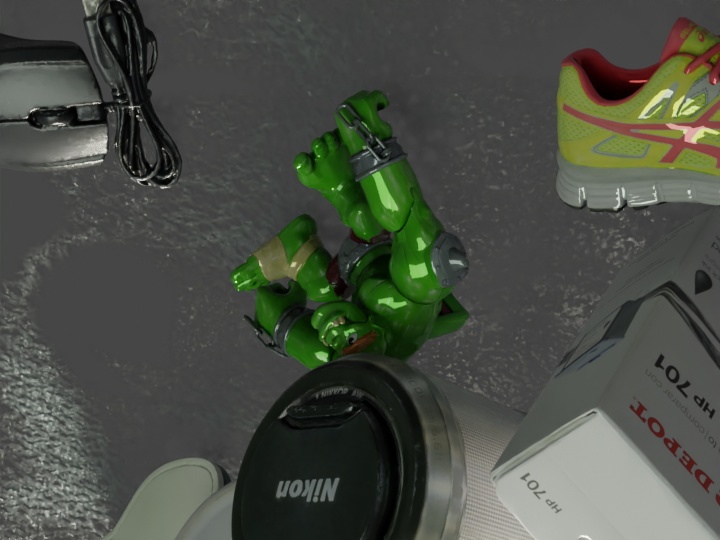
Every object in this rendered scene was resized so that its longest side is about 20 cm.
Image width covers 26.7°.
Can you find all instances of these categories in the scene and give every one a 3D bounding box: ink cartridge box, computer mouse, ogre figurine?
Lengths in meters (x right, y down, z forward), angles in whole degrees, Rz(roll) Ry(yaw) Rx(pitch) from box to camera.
[{"bbox_3d":[0.173,0.084,0.777,0.147,0.200,0.086,47,130,-4],"label":"ink cartridge box"},{"bbox_3d":[-0.218,-0.111,0.982,0.198,0.053,0.140,4,121,29],"label":"computer mouse"},{"bbox_3d":[0.000,0.000,0.902,0.120,0.098,0.201,46,117,20],"label":"ogre figurine"}]

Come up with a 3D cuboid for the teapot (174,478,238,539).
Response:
[{"bbox_3d":[-0.030,0.235,1.029,0.199,0.198,0.146,28,169,37],"label":"teapot"}]

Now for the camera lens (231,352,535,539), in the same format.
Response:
[{"bbox_3d":[0.039,0.145,0.854,0.159,0.162,0.199,-22,147,38],"label":"camera lens"}]

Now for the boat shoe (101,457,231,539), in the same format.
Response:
[{"bbox_3d":[-0.144,0.206,1.144,0.061,0.073,0.200,15,133,-35],"label":"boat shoe"}]

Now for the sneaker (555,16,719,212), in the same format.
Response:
[{"bbox_3d":[0.182,-0.082,0.753,0.198,0.078,0.091,-3,110,30],"label":"sneaker"}]
